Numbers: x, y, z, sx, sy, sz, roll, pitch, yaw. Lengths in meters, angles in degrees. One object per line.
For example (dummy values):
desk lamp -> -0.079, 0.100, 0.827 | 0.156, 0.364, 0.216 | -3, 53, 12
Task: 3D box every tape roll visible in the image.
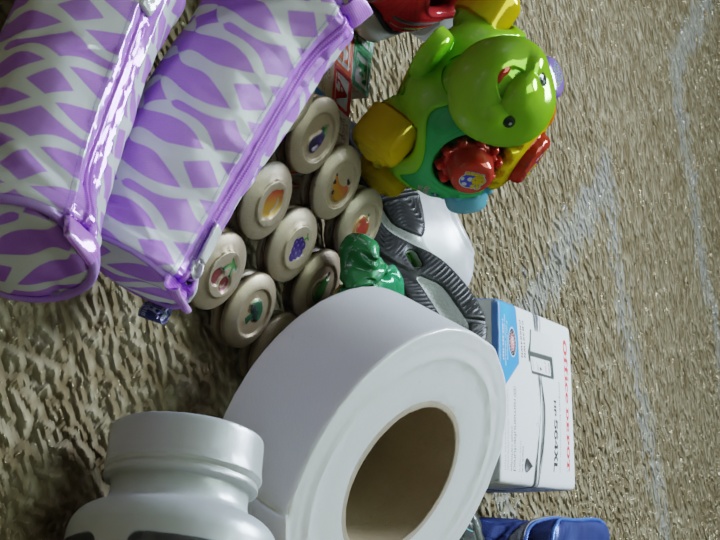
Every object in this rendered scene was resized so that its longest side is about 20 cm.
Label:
tape roll -> 0.000, 0.114, 1.070 | 0.202, 0.071, 0.203 | -30, 133, -37

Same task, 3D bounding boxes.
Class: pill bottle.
pill bottle -> -0.100, 0.178, 0.878 | 0.111, 0.111, 0.200 | 45, 46, -58

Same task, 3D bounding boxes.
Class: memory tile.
memory tile -> -0.051, -0.028, 1.057 | 0.153, 0.017, 0.200 | -56, 148, -17

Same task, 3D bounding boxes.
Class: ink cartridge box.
ink cartridge box -> 0.108, 0.107, 1.431 | 0.200, 0.084, 0.146 | 18, 69, -65

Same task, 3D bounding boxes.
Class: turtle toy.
turtle toy -> 0.074, -0.104, 1.118 | 0.146, 0.101, 0.200 | -51, 171, -7

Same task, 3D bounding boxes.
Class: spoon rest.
spoon rest -> 0.038, -0.045, 1.322 | 0.099, 0.061, 0.200 | 67, 5, 32

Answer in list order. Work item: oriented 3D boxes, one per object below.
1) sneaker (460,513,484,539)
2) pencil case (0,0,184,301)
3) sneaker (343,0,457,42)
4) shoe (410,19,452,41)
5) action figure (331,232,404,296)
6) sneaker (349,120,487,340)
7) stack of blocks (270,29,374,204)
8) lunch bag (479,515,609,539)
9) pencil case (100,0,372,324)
sneaker -> 0.035, 0.162, 1.284 | 0.079, 0.075, 0.200 | -13, 92, -54
pencil case -> -0.139, -0.081, 0.844 | 0.084, 0.085, 0.200 | 57, 37, -47
sneaker -> 0.012, -0.203, 1.095 | 0.200, 0.085, 0.077 | 19, 67, -65
shoe -> 0.102, -0.255, 1.310 | 0.091, 0.071, 0.200 | 21, 84, -41
action figure -> -0.002, 0.067, 1.141 | 0.118, 0.055, 0.200 | -29, 132, -49
sneaker -> 0.000, 0.000, 1.221 | 0.076, 0.115, 0.201 | -15, 69, -39
stack of blocks -> -0.041, -0.147, 1.145 | 0.115, 0.058, 0.200 | 38, 52, -60
lunch bag -> 0.144, 0.269, 1.425 | 0.200, 0.132, 0.136 | 15, 72, -66
pencil case -> -0.079, -0.074, 0.928 | 0.084, 0.085, 0.200 | 45, 68, -49
